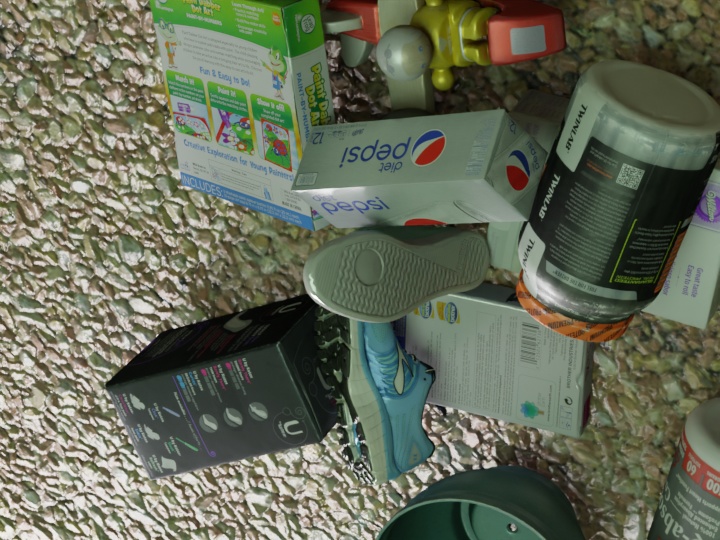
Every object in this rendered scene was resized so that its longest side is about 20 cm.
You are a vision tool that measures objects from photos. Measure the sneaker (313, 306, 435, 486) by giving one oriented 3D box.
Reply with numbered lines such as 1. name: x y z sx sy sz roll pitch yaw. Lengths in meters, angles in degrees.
1. sneaker: 0.018 0.084 1.778 0.078 0.090 0.201 -3 98 65

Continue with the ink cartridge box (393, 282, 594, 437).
1. ink cartridge box: 0.108 0.070 1.787 0.199 0.042 0.120 11 119 18

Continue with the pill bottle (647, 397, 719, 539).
1. pill bottle: 0.309 0.218 1.715 0.116 0.116 0.200 21 121 14

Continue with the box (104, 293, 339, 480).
1. box: -0.112 0.106 1.856 0.200 0.122 0.106 -15 107 30

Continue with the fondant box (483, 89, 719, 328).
1. fondant box: 0.212 -0.052 1.668 0.199 0.058 0.145 17 120 15

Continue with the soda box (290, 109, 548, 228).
1. soda box: 0.045 -0.078 1.591 0.200 0.064 0.068 -1 152 40

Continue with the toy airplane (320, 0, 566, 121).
1. toy airplane: 0.041 -0.195 1.624 0.200 0.141 0.199 44 125 -2

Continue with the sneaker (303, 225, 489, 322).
1. sneaker: 0.000 0.000 1.665 0.118 0.200 0.074 3 97 43

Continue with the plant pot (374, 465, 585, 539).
1. plant pot: 0.123 0.258 1.818 0.200 0.134 0.201 11 119 20

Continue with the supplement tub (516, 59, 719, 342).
1. supplement tub: 0.197 -0.052 1.568 0.122 0.123 0.200 25 120 11

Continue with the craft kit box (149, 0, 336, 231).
1. craft kit box: -0.098 -0.150 1.719 0.200 0.048 0.198 21 129 47
